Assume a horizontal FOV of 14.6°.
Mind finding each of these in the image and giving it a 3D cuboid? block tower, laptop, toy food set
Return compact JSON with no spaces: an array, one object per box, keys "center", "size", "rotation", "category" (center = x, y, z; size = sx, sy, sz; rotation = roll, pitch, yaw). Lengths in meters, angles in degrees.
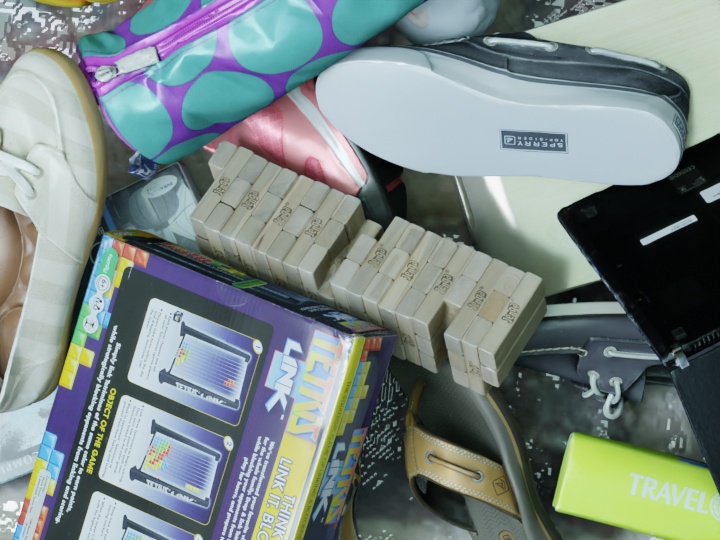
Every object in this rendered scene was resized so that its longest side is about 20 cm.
[{"center":[0.000,0.000,1.510],"size":[0.199,0.054,0.058],"rotation":[25,65,22],"category":"block tower"},{"center":[0.229,0.025,1.476],"size":[0.176,0.104,0.200],"rotation":[-25,47,-9],"category":"laptop"},{"center":[0.146,-0.073,1.559],"size":[0.199,0.060,0.144],"rotation":[-17,91,10],"category":"toy food set"}]

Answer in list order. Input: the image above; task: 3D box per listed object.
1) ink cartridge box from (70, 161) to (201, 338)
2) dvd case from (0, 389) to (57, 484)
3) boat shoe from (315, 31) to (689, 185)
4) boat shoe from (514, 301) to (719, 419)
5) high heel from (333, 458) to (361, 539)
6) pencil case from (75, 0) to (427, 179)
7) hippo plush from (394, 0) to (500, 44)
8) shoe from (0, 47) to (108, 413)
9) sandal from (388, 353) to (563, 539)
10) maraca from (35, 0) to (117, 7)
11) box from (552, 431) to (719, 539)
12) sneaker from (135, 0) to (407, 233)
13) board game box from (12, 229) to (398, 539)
[{"center":[-0.102,0.050,1.578],"size":[0.099,0.039,0.201],"rotation":[-26,87,2],"category":"ink cartridge box"},{"center":[-0.251,0.033,1.598],"size":[0.145,0.022,0.201],"rotation":[-21,87,3],"category":"dvd case"},{"center":[0.078,-0.096,1.506],"size":[0.198,0.068,0.072],"rotation":[6,133,10],"category":"boat shoe"},{"center":[0.146,0.049,1.542],"size":[0.198,0.073,0.063],"rotation":[-3,85,0],"category":"boat shoe"},{"center":[0.021,0.167,1.542],"size":[0.142,0.071,0.201],"rotation":[14,106,11],"category":"high heel"},{"center":[-0.054,-0.133,1.473],"size":[0.199,0.092,0.086],"rotation":[-31,73,24],"category":"pencil case"},{"center":[0.047,-0.211,1.514],"size":[0.161,0.159,0.200],"rotation":[-41,86,1],"category":"hippo plush"},{"center":[-0.178,-0.017,1.489],"size":[0.070,0.053,0.201],"rotation":[15,109,25],"category":"shoe"},{"center":[0.056,0.118,1.540],"size":[0.054,0.082,0.201],"rotation":[-25,94,-27],"category":"sandal"},{"center":[-0.137,-0.197,1.530],"size":[0.137,0.199,0.107],"rotation":[-43,128,-33],"category":"maraca"},{"center":[0.203,0.133,1.509],"size":[0.199,0.122,0.048],"rotation":[15,88,5],"category":"box"},{"center":[-0.053,-0.086,1.572],"size":[0.087,0.074,0.200],"rotation":[-41,82,16],"category":"sneaker"},{"center":[-0.087,0.099,1.506],"size":[0.165,0.057,0.201],"rotation":[22,100,23],"category":"board game box"}]
